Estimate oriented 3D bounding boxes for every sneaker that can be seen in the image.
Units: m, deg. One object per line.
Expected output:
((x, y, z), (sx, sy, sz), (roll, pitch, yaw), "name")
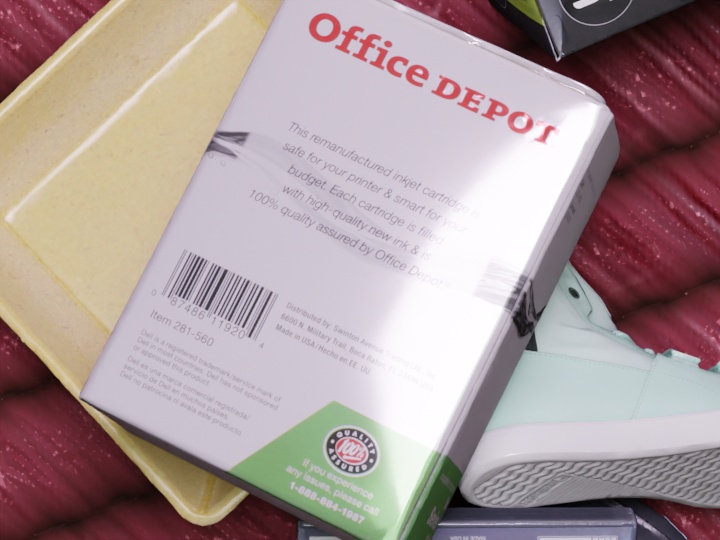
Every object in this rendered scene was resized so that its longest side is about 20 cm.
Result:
((0.126, 0.038, 1.261), (0.200, 0.074, 0.118), (1, 57, -23), "sneaker")

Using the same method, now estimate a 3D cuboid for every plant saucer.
((-0.059, -0.023, 1.255), (0.200, 0.048, 0.200), (-43, 78, -3), "plant saucer")

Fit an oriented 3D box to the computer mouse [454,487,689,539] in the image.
((0.087, 0.154, 1.267), (0.200, 0.046, 0.140), (43, 85, 0), "computer mouse")

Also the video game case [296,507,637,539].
((0.043, 0.196, 1.244), (0.142, 0.019, 0.200), (0, 111, -2), "video game case")

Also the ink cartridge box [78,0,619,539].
((0.000, 0.000, 1.176), (0.146, 0.084, 0.200), (26, 83, 12), "ink cartridge box")

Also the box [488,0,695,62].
((0.137, -0.191, 1.219), (0.200, 0.149, 0.125), (-23, 106, -3), "box")
